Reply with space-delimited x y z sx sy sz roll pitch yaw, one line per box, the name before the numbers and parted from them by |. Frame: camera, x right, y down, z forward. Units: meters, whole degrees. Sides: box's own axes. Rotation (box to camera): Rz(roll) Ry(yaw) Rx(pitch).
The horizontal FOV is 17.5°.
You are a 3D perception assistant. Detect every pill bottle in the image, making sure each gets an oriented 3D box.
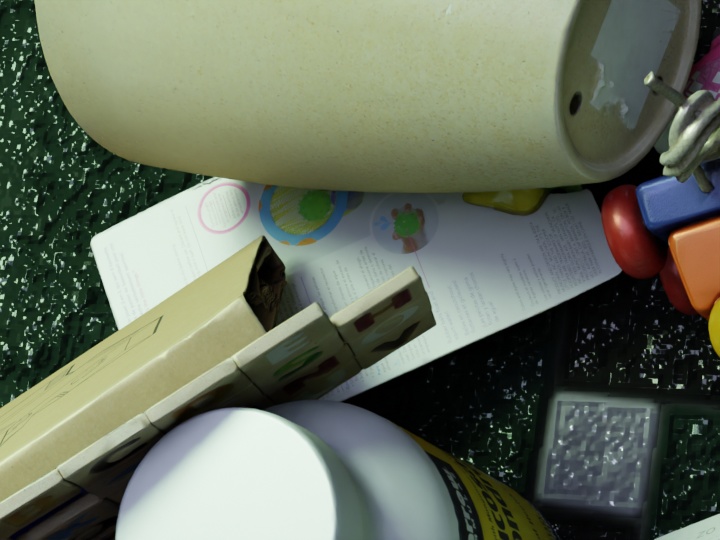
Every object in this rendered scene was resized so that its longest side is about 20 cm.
pill bottle | -0.003 0.109 0.828 0.111 0.200 0.113 -7 72 22

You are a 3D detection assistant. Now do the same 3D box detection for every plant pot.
plant pot | 0.017 -0.104 0.856 0.199 0.187 0.188 19 83 34

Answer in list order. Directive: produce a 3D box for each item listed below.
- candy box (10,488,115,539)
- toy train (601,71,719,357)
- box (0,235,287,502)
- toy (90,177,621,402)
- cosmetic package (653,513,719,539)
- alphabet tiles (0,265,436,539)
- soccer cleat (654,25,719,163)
candy box | -0.178 0.174 0.960 0.168 0.077 0.201 14 82 28
toy train | 0.134 0.014 0.797 0.084 0.200 0.116 -18 72 19
box | -0.115 0.059 0.851 0.199 0.164 0.021 -33 97 4
toy | 0.000 0.000 0.948 0.199 0.047 0.116 -26 62 10
cosmetic package | 0.121 0.157 0.752 0.101 0.200 0.074 -26 105 29
alphabet tiles | -0.061 0.062 0.824 0.199 0.167 0.008 -32 78 -1
soccer cleat | 0.204 -0.071 0.861 0.199 0.070 0.087 -25 65 16
